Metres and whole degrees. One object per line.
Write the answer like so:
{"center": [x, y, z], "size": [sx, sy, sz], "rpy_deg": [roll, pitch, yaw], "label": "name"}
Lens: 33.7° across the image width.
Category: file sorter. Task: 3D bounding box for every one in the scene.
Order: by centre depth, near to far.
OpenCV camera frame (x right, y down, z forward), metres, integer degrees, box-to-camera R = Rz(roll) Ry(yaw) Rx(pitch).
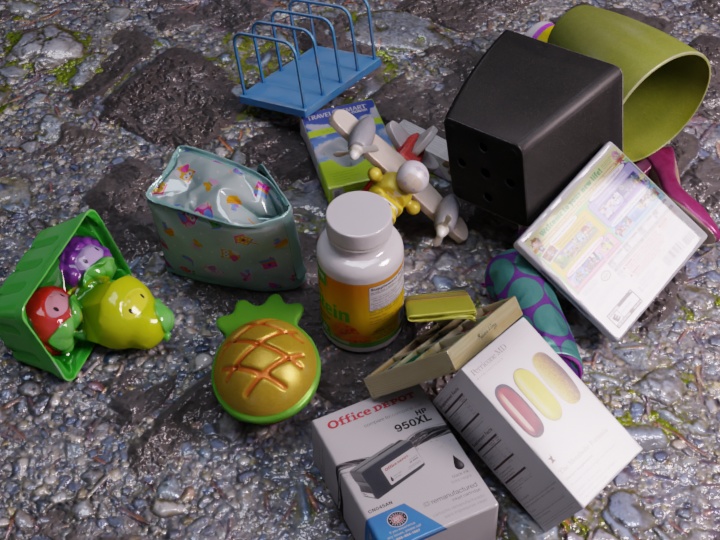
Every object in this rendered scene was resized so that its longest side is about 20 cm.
{"center": [-0.087, -0.348, 1.870], "size": [0.138, 0.123, 0.200], "rpy_deg": [17, 42, 34], "label": "file sorter"}

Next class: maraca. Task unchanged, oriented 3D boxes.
{"center": [-0.119, 0.108, 1.478], "size": [0.136, 0.107, 0.201], "rpy_deg": [-8, 46, -3], "label": "maraca"}

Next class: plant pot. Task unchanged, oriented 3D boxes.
{"center": [0.223, -0.178, 1.616], "size": [0.200, 0.200, 0.177], "rpy_deg": [29, 54, 37], "label": "plant pot"}
{"center": [0.364, -0.290, 1.709], "size": [0.186, 0.188, 0.200], "rpy_deg": [-25, 55, -21], "label": "plant pot"}

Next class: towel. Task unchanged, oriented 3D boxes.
{"center": [0.099, 0.048, 1.506], "size": [0.086, 0.018, 0.200], "rpy_deg": [-6, 5, 2], "label": "towel"}

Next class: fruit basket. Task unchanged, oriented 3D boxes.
{"center": [-0.349, 0.038, 1.539], "size": [0.214, 0.156, 0.216], "rpy_deg": [-14, 39, 12], "label": "fruit basket"}

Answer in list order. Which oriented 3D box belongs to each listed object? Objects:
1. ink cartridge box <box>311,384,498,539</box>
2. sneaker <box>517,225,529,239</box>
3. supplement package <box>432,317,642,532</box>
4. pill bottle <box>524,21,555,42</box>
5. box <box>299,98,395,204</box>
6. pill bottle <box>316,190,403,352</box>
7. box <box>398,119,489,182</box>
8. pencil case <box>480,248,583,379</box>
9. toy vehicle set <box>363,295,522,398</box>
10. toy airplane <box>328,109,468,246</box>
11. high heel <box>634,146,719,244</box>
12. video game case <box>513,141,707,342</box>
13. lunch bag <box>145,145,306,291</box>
{"center": [0.047, 0.241, 1.361], "size": [0.144, 0.085, 0.200], "rpy_deg": [-19, 48, -17], "label": "ink cartridge box"}
{"center": [0.280, -0.035, 1.628], "size": [0.114, 0.073, 0.201], "rpy_deg": [-14, 37, -14], "label": "sneaker"}
{"center": [0.198, 0.176, 1.355], "size": [0.114, 0.110, 0.200], "rpy_deg": [-37, 79, -28], "label": "supplement package"}
{"center": [0.345, -0.307, 1.859], "size": [0.200, 0.105, 0.104], "rpy_deg": [33, 55, 29], "label": "pill bottle"}
{"center": [-0.015, -0.185, 1.794], "size": [0.121, 0.048, 0.201], "rpy_deg": [-14, 48, -9], "label": "box"}
{"center": [0.000, 0.000, 1.512], "size": [0.110, 0.201, 0.111], "rpy_deg": [-1, 46, 1], "label": "pill bottle"}
{"center": [0.131, -0.164, 1.775], "size": [0.199, 0.039, 0.041], "rpy_deg": [29, 52, 26], "label": "box"}
{"center": [0.217, 0.067, 1.521], "size": [0.092, 0.085, 0.201], "rpy_deg": [-40, 39, 26], "label": "pencil case"}
{"center": [0.103, 0.090, 1.429], "size": [0.124, 0.027, 0.200], "rpy_deg": [-22, 5, 34], "label": "toy vehicle set"}
{"center": [0.057, -0.127, 1.641], "size": [0.199, 0.141, 0.200], "rpy_deg": [-5, 85, -27], "label": "toy airplane"}
{"center": [0.467, -0.112, 1.697], "size": [0.096, 0.068, 0.200], "rpy_deg": [-30, 39, -11], "label": "high heel"}
{"center": [0.326, -0.039, 1.545], "size": [0.182, 0.022, 0.200], "rpy_deg": [44, 74, 1], "label": "video game case"}
{"center": [-0.168, -0.059, 1.594], "size": [0.199, 0.171, 0.122], "rpy_deg": [16, 56, 16], "label": "lunch bag"}
